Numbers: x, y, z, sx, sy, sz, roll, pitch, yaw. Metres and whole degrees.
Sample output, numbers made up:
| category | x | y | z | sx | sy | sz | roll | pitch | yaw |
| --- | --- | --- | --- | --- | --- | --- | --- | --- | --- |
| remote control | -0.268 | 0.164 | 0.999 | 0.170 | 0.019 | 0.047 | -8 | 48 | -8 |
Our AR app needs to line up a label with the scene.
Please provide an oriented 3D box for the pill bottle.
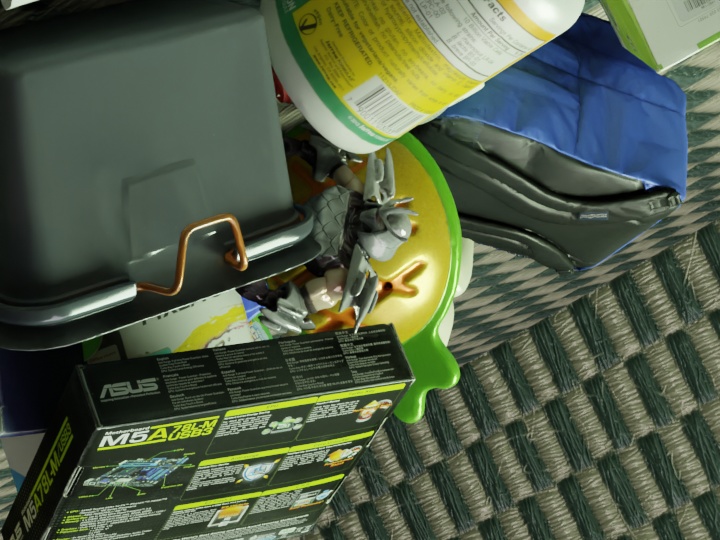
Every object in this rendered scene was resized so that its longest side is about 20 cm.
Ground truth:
| category | x | y | z | sx | sy | sz | roll | pitch | yaw |
| --- | --- | --- | --- | --- | --- | --- | --- | --- | --- |
| pill bottle | 0.052 | -0.159 | 1.074 | 0.199 | 0.114 | 0.113 | -31 | 169 | 24 |

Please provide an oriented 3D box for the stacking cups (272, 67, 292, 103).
| category | x | y | z | sx | sy | sz | roll | pitch | yaw |
| --- | --- | --- | --- | --- | --- | --- | --- | --- | --- |
| stacking cups | 0.034 | -0.156 | 1.225 | 0.198 | 0.061 | 0.061 | -21 | 169 | -11 |

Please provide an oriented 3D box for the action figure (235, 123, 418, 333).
| category | x | y | z | sx | sy | sz | roll | pitch | yaw |
| --- | --- | --- | --- | --- | --- | --- | --- | --- | --- |
| action figure | -0.054 | -0.018 | 1.135 | 0.198 | 0.131 | 0.070 | -7 | 136 | 29 |

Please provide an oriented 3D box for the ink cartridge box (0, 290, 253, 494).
| category | x | y | z | sx | sy | sz | roll | pitch | yaw |
| --- | --- | --- | --- | --- | --- | --- | --- | --- | --- |
| ink cartridge box | -0.160 | 0.060 | 1.286 | 0.146 | 0.202 | 0.146 | -22 | -166 | -25 |

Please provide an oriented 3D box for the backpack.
| category | x | y | z | sx | sy | sz | roll | pitch | yaw |
| --- | --- | --- | --- | --- | --- | --- | --- | --- | --- |
| backpack | 0.101 | -0.103 | 1.361 | 0.198 | 0.169 | 0.163 | 14 | 148 | -21 |

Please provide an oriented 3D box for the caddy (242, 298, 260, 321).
| category | x | y | z | sx | sy | sz | roll | pitch | yaw |
| --- | --- | --- | --- | --- | --- | --- | --- | --- | --- |
| caddy | -0.145 | 0.023 | 1.509 | 0.141 | 0.106 | 0.199 | -31 | 170 | 29 |

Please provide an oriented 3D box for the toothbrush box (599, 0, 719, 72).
| category | x | y | z | sx | sy | sz | roll | pitch | yaw |
| --- | --- | --- | --- | --- | --- | --- | --- | --- | --- |
| toothbrush box | 0.216 | -0.200 | 1.213 | 0.145 | 0.087 | 0.200 | -28 | -170 | 6 |

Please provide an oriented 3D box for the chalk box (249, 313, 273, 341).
| category | x | y | z | sx | sy | sz | roll | pitch | yaw |
| --- | --- | --- | --- | --- | --- | --- | --- | --- | --- |
| chalk box | -0.149 | 0.081 | 1.747 | 0.124 | 0.125 | 0.200 | -29 | 170 | 18 |

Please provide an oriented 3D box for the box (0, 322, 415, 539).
| category | x | y | z | sx | sy | sz | roll | pitch | yaw |
| --- | --- | --- | --- | --- | --- | --- | --- | --- | --- |
| box | -0.092 | 0.109 | 1.145 | 0.198 | 0.048 | 0.194 | -7 | 147 | -28 |

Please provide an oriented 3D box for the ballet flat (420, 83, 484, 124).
| category | x | y | z | sx | sy | sz | roll | pitch | yaw |
| --- | --- | --- | --- | --- | --- | --- | --- | --- | --- |
| ballet flat | 0.065 | -0.140 | 1.171 | 0.200 | 0.067 | 0.064 | -50 | 135 | 10 |

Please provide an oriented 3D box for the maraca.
| category | x | y | z | sx | sy | sz | roll | pitch | yaw |
| --- | --- | --- | --- | --- | --- | --- | --- | --- | --- |
| maraca | 0.000 | 0.000 | 1.230 | 0.136 | 0.202 | 0.107 | -1 | -164 | 23 |

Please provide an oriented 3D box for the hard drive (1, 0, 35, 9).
| category | x | y | z | sx | sy | sz | roll | pitch | yaw |
| --- | --- | --- | --- | --- | --- | --- | --- | --- | --- |
| hard drive | -0.066 | -0.184 | 0.894 | 0.199 | 0.026 | 0.132 | -22 | 169 | -23 |

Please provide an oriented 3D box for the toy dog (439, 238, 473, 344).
| category | x | y | z | sx | sy | sz | roll | pitch | yaw |
| --- | --- | --- | --- | --- | --- | --- | --- | --- | --- |
| toy dog | -0.014 | -0.015 | 1.480 | 0.138 | 0.195 | 0.200 | -16 | 141 | 20 |

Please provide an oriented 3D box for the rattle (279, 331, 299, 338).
| category | x | y | z | sx | sy | sz | roll | pitch | yaw |
| --- | --- | --- | --- | --- | --- | --- | --- | --- | --- |
| rattle | -0.071 | 0.024 | 1.345 | 0.201 | 0.142 | 0.131 | -55 | -158 | 22 |

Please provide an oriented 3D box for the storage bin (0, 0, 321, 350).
| category | x | y | z | sx | sy | sz | roll | pitch | yaw |
| --- | --- | --- | --- | --- | --- | --- | --- | --- | --- |
| storage bin | -0.121 | -0.057 | 0.998 | 0.199 | 0.136 | 0.145 | -20 | -154 | -36 |

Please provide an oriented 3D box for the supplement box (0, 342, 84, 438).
| category | x | y | z | sx | sy | sz | roll | pitch | yaw |
| --- | --- | --- | --- | --- | --- | --- | --- | --- | --- |
| supplement box | -0.270 | 0.048 | 1.128 | 0.198 | 0.110 | 0.109 | -8 | 176 | 19 |
